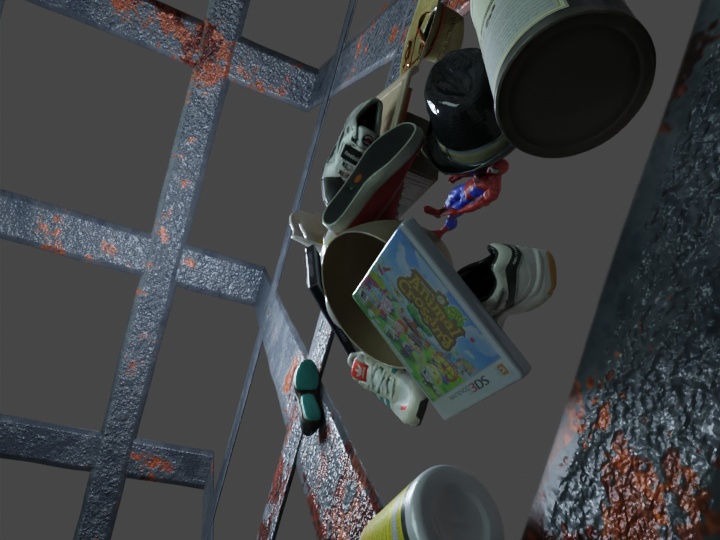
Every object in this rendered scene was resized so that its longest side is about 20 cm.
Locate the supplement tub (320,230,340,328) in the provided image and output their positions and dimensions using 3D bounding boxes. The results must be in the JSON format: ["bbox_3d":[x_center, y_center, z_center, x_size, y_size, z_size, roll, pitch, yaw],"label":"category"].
[{"bbox_3d":[0.000,0.000,0.983,0.202,0.140,0.148,-103,34,-57],"label":"supplement tub"}]

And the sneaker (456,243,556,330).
[{"bbox_3d":[0.134,0.031,0.631,0.202,0.085,0.078,123,154,-48],"label":"sneaker"}]

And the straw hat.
[{"bbox_3d":[0.142,-0.426,0.986,0.201,0.082,0.209,-166,89,-78],"label":"straw hat"}]

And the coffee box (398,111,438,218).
[{"bbox_3d":[0.069,-0.181,1.020,0.200,0.077,0.117,136,146,-59],"label":"coffee box"}]

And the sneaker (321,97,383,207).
[{"bbox_3d":[-0.010,-0.195,0.902,0.088,0.072,0.207,156,130,-69],"label":"sneaker"}]

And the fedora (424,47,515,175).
[{"bbox_3d":[0.140,-0.224,0.706,0.197,0.091,0.205,-28,41,27],"label":"fedora"}]

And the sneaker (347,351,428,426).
[{"bbox_3d":[0.033,0.170,0.821,0.199,0.090,0.073,-146,73,-72],"label":"sneaker"}]

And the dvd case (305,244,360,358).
[{"bbox_3d":[-0.051,0.067,1.063,0.024,0.204,0.152,-23,30,6],"label":"dvd case"}]

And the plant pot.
[{"bbox_3d":[0.058,0.013,0.769,0.133,0.201,0.201,-33,-13,-40],"label":"plant pot"}]

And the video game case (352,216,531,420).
[{"bbox_3d":[0.080,0.066,0.634,0.202,0.022,0.183,53,148,11],"label":"video game case"}]

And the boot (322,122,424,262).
[{"bbox_3d":[0.050,-0.109,0.833,0.201,0.143,0.072,-50,37,3],"label":"boot"}]

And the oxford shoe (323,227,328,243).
[{"bbox_3d":[-0.008,-0.109,1.118,0.201,0.071,0.071,-52,9,-33],"label":"oxford shoe"}]

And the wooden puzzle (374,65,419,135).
[{"bbox_3d":[0.042,-0.246,0.981,0.184,0.036,0.207,-173,102,-73],"label":"wooden puzzle"}]

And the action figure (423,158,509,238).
[{"bbox_3d":[0.146,-0.104,0.773,0.199,0.050,0.068,143,141,-60],"label":"action figure"}]

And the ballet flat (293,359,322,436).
[{"bbox_3d":[-0.128,0.300,1.278,0.202,0.065,0.070,-101,23,-55],"label":"ballet flat"}]

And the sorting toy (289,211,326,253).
[{"bbox_3d":[-0.074,-0.075,1.222,0.202,0.174,0.109,-104,35,-58],"label":"sorting toy"}]

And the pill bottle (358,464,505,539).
[{"bbox_3d":[0.060,0.306,0.592,0.115,0.109,0.202,-92,25,-44],"label":"pill bottle"}]

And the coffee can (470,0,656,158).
[{"bbox_3d":[0.195,-0.241,0.562,0.148,0.142,0.205,124,155,-45],"label":"coffee can"}]

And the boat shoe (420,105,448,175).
[{"bbox_3d":[0.123,-0.211,0.845,0.073,0.076,0.205,-27,32,9],"label":"boat shoe"}]
